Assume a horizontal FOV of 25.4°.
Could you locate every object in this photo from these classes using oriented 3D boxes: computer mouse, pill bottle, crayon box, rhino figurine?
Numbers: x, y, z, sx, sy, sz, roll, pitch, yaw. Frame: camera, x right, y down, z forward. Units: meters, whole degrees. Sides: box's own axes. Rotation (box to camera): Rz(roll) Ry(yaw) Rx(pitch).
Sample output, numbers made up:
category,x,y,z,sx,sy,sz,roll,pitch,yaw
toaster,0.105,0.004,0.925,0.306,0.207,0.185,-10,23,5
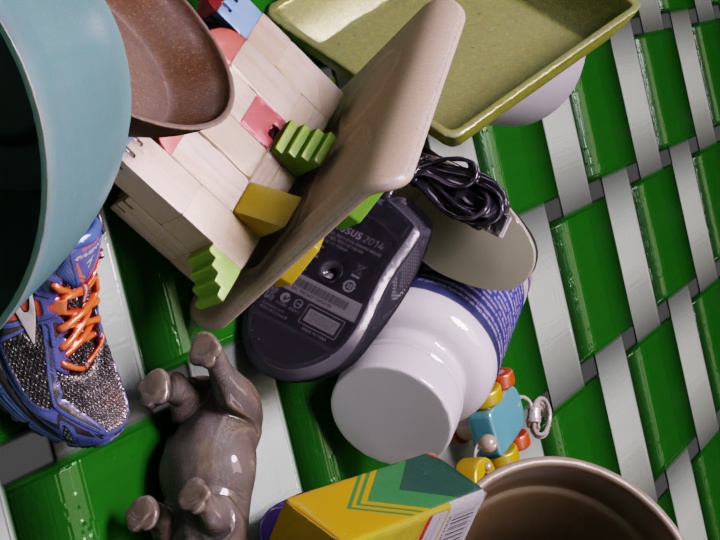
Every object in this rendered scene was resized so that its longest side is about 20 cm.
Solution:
category,x,y,z,sx,sy,sz,roll,pitch,yaw
computer mouse,0.000,0.000,1.083,0.201,0.138,0.053,-52,155,-16
pill bottle,0.051,0.044,1.178,0.120,0.119,0.201,64,31,-26
crayon box,-0.012,0.191,0.978,0.199,0.051,0.128,-6,125,-57
rhino figurine,-0.095,0.144,0.931,0.087,0.059,0.202,48,43,-61

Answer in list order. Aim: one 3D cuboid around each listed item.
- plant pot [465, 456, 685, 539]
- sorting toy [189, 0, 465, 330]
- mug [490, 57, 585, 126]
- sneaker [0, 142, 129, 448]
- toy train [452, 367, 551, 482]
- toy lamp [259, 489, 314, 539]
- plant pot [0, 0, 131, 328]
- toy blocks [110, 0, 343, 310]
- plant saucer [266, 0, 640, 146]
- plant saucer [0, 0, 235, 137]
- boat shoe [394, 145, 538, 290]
category,x,y,z,sx,sy,sz,roll,pitch,yaw
plant pot,0.125,0.260,1.155,0.174,0.198,0.202,116,-14,-55
sorting toy,-0.016,-0.063,1.007,0.036,0.200,0.186,38,43,-19
mug,0.073,-0.195,1.326,0.153,0.186,0.151,-16,128,-53
sneaker,-0.165,0.003,0.828,0.075,0.078,0.202,-51,125,-55
toy train,0.106,0.184,1.310,0.150,0.055,0.202,46,45,-49
toy lamp,-0.005,0.181,1.097,0.200,0.058,0.059,22,62,-62
plant pot,-0.191,-0.072,0.695,0.161,0.199,0.202,-50,124,-66
toy blocks,-0.100,-0.095,0.978,0.137,0.100,0.201,43,55,-21
plant saucer,0.066,-0.174,1.167,0.199,0.199,0.048,-35,144,-26
plant saucer,-0.158,-0.136,0.862,0.200,0.037,0.201,35,25,-19
boat shoe,0.047,-0.052,1.145,0.063,0.200,0.074,-8,125,-62
